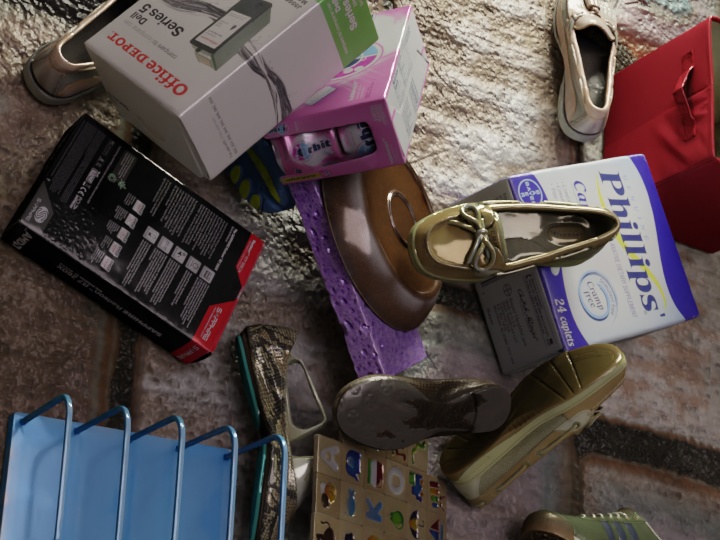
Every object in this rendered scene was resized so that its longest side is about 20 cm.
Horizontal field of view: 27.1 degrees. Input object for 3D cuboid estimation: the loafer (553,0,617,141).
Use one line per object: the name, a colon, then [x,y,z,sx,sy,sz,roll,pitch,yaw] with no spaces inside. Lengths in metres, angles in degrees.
loafer: [0.254,-0.242,1.633,0.071,0.063,0.201,8,69,-13]

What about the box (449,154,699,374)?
box: [0.218,-0.010,1.516,0.199,0.105,0.185,-12,81,-37]

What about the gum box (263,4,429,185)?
gum box: [-0.010,-0.155,1.334,0.200,0.113,0.066,-75,150,-55]

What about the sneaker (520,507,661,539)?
sneaker: [0.240,0.268,1.462,0.200,0.067,0.090,35,50,-20]

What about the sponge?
sponge: [0.000,0.000,1.372,0.111,0.030,0.201,-21,91,-65]

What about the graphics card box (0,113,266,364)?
graphics card box: [-0.191,-0.025,1.280,0.200,0.051,0.126,36,57,-20]

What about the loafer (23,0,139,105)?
loafer: [-0.209,-0.212,1.326,0.072,0.063,0.200,52,53,-6]

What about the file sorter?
file sorter: [-0.169,0.185,1.175,0.199,0.123,0.140,14,66,-30]

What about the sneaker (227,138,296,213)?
sneaker: [-0.105,-0.147,1.380,0.083,0.071,0.200,-24,86,-56]

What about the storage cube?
storage cube: [0.381,-0.143,1.628,0.199,0.180,0.172,16,65,-28]

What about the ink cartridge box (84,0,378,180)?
ink cartridge box: [-0.109,-0.193,1.268,0.200,0.145,0.084,-41,143,-16]

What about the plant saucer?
plant saucer: [0.029,-0.044,1.391,0.200,0.032,0.201,44,37,-46]

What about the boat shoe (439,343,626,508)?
boat shoe: [0.169,0.145,1.397,0.200,0.073,0.063,-38,116,3]

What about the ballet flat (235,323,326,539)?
ballet flat: [-0.065,0.141,1.289,0.075,0.068,0.201,-2,71,-9]

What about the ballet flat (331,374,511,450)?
ballet flat: [0.050,0.120,1.335,0.199,0.046,0.068,0,104,-38]

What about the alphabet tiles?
alphabet tiles: [0.019,0.215,1.319,0.200,0.006,0.167,27,58,-49]

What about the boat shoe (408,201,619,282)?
boat shoe: [0.141,-0.032,1.370,0.199,0.063,0.074,-1,76,-23]
